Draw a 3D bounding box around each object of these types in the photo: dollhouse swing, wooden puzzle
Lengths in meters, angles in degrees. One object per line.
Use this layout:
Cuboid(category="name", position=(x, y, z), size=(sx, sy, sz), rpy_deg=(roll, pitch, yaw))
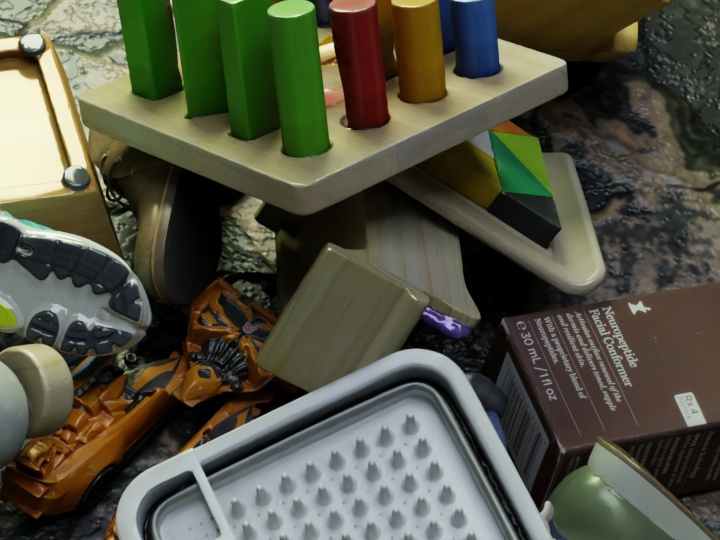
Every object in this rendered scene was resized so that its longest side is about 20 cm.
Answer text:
Cuboid(category="dollhouse swing", position=(0.083, -0.218, 1.732), size=(0.199, 0.176, 0.183), rpy_deg=(4, 66, -15))
Cuboid(category="wooden puzzle", position=(0.050, -0.076, 1.639), size=(0.199, 0.037, 0.185), rpy_deg=(27, 22, -16))

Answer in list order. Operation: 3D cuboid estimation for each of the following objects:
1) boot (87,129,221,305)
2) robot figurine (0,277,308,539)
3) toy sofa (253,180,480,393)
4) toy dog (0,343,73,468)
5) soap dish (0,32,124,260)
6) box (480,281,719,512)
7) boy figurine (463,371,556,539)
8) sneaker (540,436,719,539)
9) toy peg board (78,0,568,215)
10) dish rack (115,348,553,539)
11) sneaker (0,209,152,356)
Cuboid(category="boot", position=(-0.119, -0.046, 1.597), size=(0.075, 0.074, 0.200), rpy_deg=(-6, 37, 7))
Cuboid(category="robot figurine", position=(-0.098, 0.082, 1.542), size=(0.145, 0.058, 0.200), rpy_deg=(33, 52, 14))
Cuboid(category="toy sofa", position=(0.000, 0.000, 1.567), size=(0.097, 0.083, 0.200), rpy_deg=(28, 22, -15))
Cuboid(category="toy dog", position=(-0.237, 0.086, 1.473), size=(0.131, 0.200, 0.097), rpy_deg=(1, 90, -31))
Cuboid(category="soap dish", position=(-0.248, -0.059, 1.613), size=(0.199, 0.081, 0.158), rpy_deg=(-8, 53, -17))
Cuboid(category="box", position=(0.180, 0.070, 1.603), size=(0.199, 0.075, 0.100), rpy_deg=(-9, 52, -21))
Cuboid(category="boy figurine", position=(0.045, 0.161, 1.488), size=(0.124, 0.064, 0.201), rpy_deg=(-10, 64, 17))
Cuboid(category="sneaker", position=(0.174, 0.188, 1.514), size=(0.200, 0.067, 0.090), rpy_deg=(43, 92, 0))
Cuboid(category="toy peg board", position=(-0.025, -0.133, 1.539), size=(0.199, 0.098, 0.200), rpy_deg=(-27, 33, -34))
Cuboid(category="dish rack", position=(-0.009, 0.150, 1.437), size=(0.199, 0.044, 0.172), rpy_deg=(-26, 66, -5))
Cuboid(category="sneaker", position=(-0.207, -0.005, 1.519), size=(0.199, 0.080, 0.078), rpy_deg=(26, 92, 0))
